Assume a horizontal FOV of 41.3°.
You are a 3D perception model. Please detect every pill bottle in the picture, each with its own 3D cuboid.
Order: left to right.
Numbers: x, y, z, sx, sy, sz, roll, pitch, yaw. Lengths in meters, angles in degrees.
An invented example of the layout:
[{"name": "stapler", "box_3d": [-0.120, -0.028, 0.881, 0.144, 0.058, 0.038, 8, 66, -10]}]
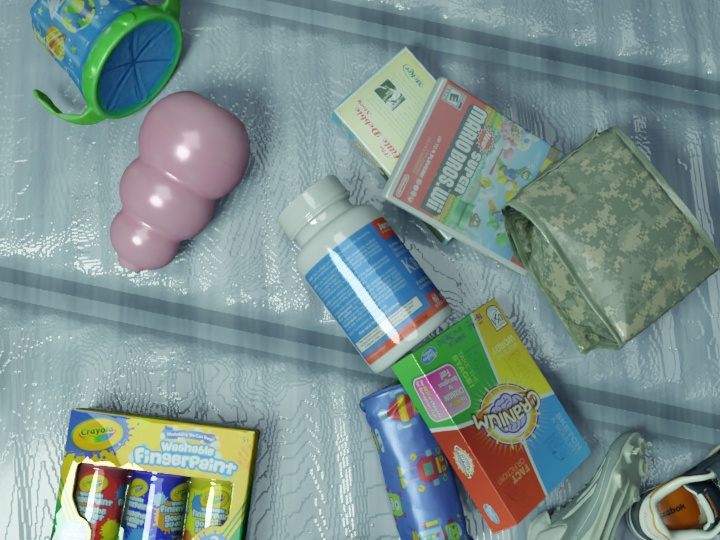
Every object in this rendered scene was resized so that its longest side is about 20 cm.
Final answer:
[{"name": "pill bottle", "box_3d": [0.000, 0.000, 1.036, 0.112, 0.112, 0.201, -37, 86, -6]}]

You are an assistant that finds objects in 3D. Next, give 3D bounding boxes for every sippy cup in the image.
[{"name": "sippy cup", "box_3d": [-0.289, -0.261, 1.060, 0.130, 0.140, 0.178, 38, 58, 14]}]

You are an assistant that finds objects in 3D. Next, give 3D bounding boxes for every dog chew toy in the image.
[{"name": "dog chew toy", "box_3d": [-0.205, -0.091, 1.042, 0.123, 0.125, 0.202, 30, 90, 2]}]

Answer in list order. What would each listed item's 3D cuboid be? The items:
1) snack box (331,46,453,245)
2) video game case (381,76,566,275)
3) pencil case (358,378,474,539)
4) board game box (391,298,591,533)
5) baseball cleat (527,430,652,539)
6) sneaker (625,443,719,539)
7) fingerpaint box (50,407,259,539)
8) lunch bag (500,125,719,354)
[{"name": "snack box", "box_3d": [0.074, -0.143, 1.095, 0.116, 0.037, 0.200, -41, 86, -8]}, {"name": "video game case", "box_3d": [0.136, -0.101, 1.056, 0.198, 0.017, 0.145, 27, 89, -22]}, {"name": "pencil case", "box_3d": [0.057, 0.215, 1.027, 0.077, 0.087, 0.203, -14, 84, -28]}, {"name": "board game box", "box_3d": [0.142, 0.150, 1.019, 0.152, 0.040, 0.201, -28, 84, -41]}, {"name": "baseball cleat", "box_3d": [0.240, 0.254, 1.033, 0.070, 0.105, 0.201, 56, 52, -29]}, {"name": "sneaker", "box_3d": [0.389, 0.240, 1.036, 0.198, 0.079, 0.079, -27, 83, -7]}, {"name": "fingerpaint box", "box_3d": [-0.216, 0.242, 1.016, 0.197, 0.073, 0.170, 8, 82, -1]}, {"name": "lunch bag", "box_3d": [0.263, -0.037, 1.042, 0.163, 0.118, 0.201, -34, 91, -14]}]
